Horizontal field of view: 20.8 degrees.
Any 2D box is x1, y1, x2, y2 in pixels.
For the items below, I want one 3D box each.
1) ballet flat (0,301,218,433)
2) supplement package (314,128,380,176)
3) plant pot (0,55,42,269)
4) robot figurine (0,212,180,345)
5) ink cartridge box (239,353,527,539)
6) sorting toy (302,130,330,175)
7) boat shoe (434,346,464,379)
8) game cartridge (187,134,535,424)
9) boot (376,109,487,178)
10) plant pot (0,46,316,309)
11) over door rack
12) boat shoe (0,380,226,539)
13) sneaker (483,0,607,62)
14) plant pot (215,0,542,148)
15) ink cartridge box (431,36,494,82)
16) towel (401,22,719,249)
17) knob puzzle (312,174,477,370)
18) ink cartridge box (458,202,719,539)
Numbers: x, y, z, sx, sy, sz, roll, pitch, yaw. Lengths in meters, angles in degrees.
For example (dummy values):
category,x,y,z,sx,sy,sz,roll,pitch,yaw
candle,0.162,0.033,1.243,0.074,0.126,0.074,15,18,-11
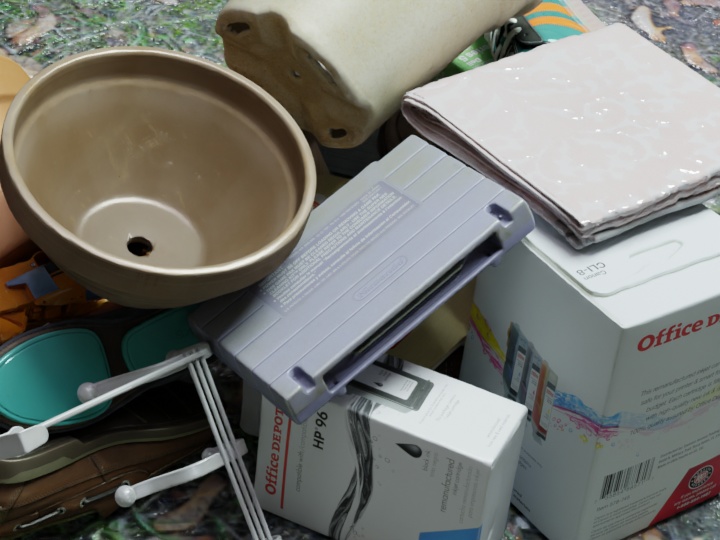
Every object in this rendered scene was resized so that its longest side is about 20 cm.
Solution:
category,x,y,z,sx,sy,sz,roll,pitch,yaw
ballet flat,-0.171,0.059,1.255,0.199,0.073,0.073,-19,44,-40
supplement package,0.020,-0.187,1.606,0.109,0.201,0.114,12,36,5
plant pot,-0.272,-0.031,1.362,0.199,0.201,0.140,-26,64,-38
robot figurine,-0.182,0.027,1.331,0.199,0.145,0.058,-16,62,-35
ink cartridge box,-0.002,0.114,1.267,0.199,0.117,0.068,20,38,17
sorting toy,-0.133,-0.067,1.524,0.197,0.070,0.200,-4,38,-16
boat shoe,0.031,0.017,1.442,0.067,0.072,0.201,-4,41,-20
game cartridge,-0.001,0.002,1.244,0.200,0.038,0.129,-39,37,-14
boot,0.075,-0.037,1.505,0.070,0.201,0.146,-19,8,-19
plant pot,-0.133,-0.043,1.247,0.199,0.093,0.202,9,46,-10
over door rack,-0.137,0.138,1.170,0.066,0.149,0.200,-19,4,33
boat shoe,-0.174,0.121,1.268,0.199,0.068,0.072,-11,29,-41
sneaker,0.129,-0.171,1.468,0.080,0.072,0.200,-17,44,-34
plant pot,0.003,-0.193,1.375,0.200,0.201,0.184,28,67,25
ink cartridge box,0.145,-0.078,1.530,0.084,0.146,0.200,-25,47,-37
towel,0.159,-0.095,1.321,0.199,0.032,0.191,-20,44,-31
knob puzzle,0.000,0.000,1.378,0.218,0.031,0.220,17,35,-12
ink cartridge box,0.166,0.056,1.307,0.145,0.201,0.145,-17,43,-31
